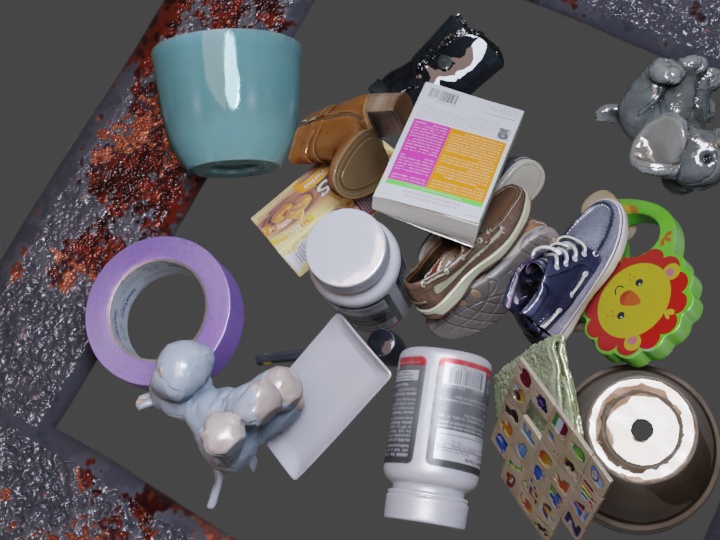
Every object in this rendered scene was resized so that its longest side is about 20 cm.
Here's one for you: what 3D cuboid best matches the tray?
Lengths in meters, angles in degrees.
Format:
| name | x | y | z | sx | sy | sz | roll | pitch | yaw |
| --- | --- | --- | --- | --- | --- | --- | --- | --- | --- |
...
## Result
| name | x | y | z | sx | sy | sz | roll | pitch | yaw |
| --- | --- | --- | --- | --- | --- | --- | --- | --- | --- |
| tray | -0.050 | 0.158 | 1.387 | 0.107 | 0.022 | 0.200 | 48 | 112 | 19 |

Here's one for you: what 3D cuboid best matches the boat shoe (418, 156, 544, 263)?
| name | x | y | z | sx | sy | sz | roll | pitch | yaw |
| --- | --- | --- | --- | --- | --- | --- | --- | --- | --- |
| boat shoe | 0.151 | -0.074 | 1.445 | 0.200 | 0.073 | 0.063 | -42 | 27 | 2 |

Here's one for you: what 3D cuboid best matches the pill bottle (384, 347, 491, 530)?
| name | x | y | z | sx | sy | sz | roll | pitch | yaw |
| --- | --- | --- | --- | --- | --- | --- | --- | --- | --- |
| pill bottle | 0.089 | 0.201 | 1.325 | 0.114 | 0.114 | 0.201 | 6 | 75 | 13 |

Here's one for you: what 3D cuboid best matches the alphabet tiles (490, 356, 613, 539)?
| name | x | y | z | sx | sy | sz | roll | pitch | yaw |
| --- | --- | --- | --- | --- | --- | --- | --- | --- | --- |
| alphabet tiles | 0.202 | 0.215 | 1.224 | 0.008 | 0.200 | 0.167 | -19 | 55 | -22 |

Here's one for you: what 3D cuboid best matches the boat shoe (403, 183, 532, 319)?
| name | x | y | z | sx | sy | sz | roll | pitch | yaw |
| --- | --- | --- | --- | --- | --- | --- | --- | --- | --- |
| boat shoe | 0.130 | -0.036 | 1.358 | 0.202 | 0.075 | 0.075 | -51 | 35 | -12 |

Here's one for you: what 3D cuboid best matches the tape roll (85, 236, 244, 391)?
| name | x | y | z | sx | sy | sz | roll | pitch | yaw |
| --- | --- | --- | --- | --- | --- | --- | --- | --- | --- |
| tape roll | -0.258 | 0.059 | 1.470 | 0.199 | 0.066 | 0.201 | -3 | 74 | 10 |

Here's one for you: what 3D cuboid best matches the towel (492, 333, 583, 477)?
| name | x | y | z | sx | sy | sz | roll | pitch | yaw |
| --- | --- | --- | --- | --- | --- | --- | --- | --- | --- |
| towel | 0.200 | 0.164 | 1.284 | 0.036 | 0.200 | 0.149 | -1 | 71 | -14 |

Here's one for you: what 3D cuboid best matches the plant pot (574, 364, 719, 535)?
| name | x | y | z | sx | sy | sz | roll | pitch | yaw |
| --- | --- | --- | --- | --- | --- | --- | --- | --- | --- |
| plant pot | 0.315 | 0.194 | 1.260 | 0.199 | 0.174 | 0.201 | -3 | 74 | 10 |

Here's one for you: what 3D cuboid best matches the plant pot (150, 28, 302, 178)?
| name | x | y | z | sx | sy | sz | roll | pitch | yaw |
| --- | --- | --- | --- | --- | --- | --- | --- | --- | --- |
| plant pot | -0.171 | -0.211 | 1.472 | 0.200 | 0.201 | 0.162 | -6 | 84 | 9 |

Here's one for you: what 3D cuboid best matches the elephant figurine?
| name | x | y | z | sx | sy | sz | roll | pitch | yaw |
| --- | --- | --- | --- | --- | --- | --- | --- | --- | --- |
| elephant figurine | 0.395 | -0.153 | 1.363 | 0.141 | 0.155 | 0.201 | 0 | 63 | -12 |

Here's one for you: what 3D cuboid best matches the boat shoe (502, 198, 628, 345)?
| name | x | y | z | sx | sy | sz | roll | pitch | yaw |
| --- | --- | --- | --- | --- | --- | --- | --- | --- | --- |
| boat shoe | 0.240 | -0.011 | 1.297 | 0.075 | 0.093 | 0.200 | 20 | 77 | 42 |

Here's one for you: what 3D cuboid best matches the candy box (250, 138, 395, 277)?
| name | x | y | z | sx | sy | sz | roll | pitch | yaw |
| --- | --- | --- | --- | --- | --- | --- | --- | --- | --- |
| candy box | -0.037 | -0.093 | 1.450 | 0.200 | 0.055 | 0.115 | -39 | 36 | -3 |

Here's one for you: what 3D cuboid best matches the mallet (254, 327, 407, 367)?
| name | x | y | z | sx | sy | sz | roll | pitch | yaw |
| --- | --- | --- | --- | --- | --- | --- | --- | --- | --- |
| mallet | -0.036 | 0.108 | 1.432 | 0.199 | 0.066 | 0.041 | -9 | 70 | 24 |

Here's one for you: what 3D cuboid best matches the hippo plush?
| name | x | y | z | sx | sy | sz | roll | pitch | yaw |
| --- | --- | --- | --- | --- | --- | --- | --- | --- | --- |
| hippo plush | -0.172 | 0.152 | 1.357 | 0.161 | 0.200 | 0.159 | 43 | 61 | 16 |

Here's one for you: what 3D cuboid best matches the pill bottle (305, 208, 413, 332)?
| name | x | y | z | sx | sy | sz | roll | pitch | yaw |
| --- | --- | --- | --- | --- | --- | --- | --- | --- | --- |
| pill bottle | 0.000 | 0.000 | 1.365 | 0.114 | 0.200 | 0.114 | -3 | 73 | 10 |

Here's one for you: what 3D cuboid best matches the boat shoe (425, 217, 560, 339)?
| name | x | y | z | sx | sy | sz | roll | pitch | yaw |
| --- | --- | --- | --- | --- | --- | --- | --- | --- | --- |
| boat shoe | 0.163 | 0.009 | 1.407 | 0.200 | 0.076 | 0.072 | -38 | 37 | 4 |

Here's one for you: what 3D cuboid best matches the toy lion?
| name | x | y | z | sx | sy | sz | roll | pitch | yaw |
| --- | --- | --- | --- | --- | --- | --- | --- | --- | --- |
| toy lion | 0.324 | 0.012 | 1.321 | 0.191 | 0.069 | 0.200 | 14 | 73 | 49 |

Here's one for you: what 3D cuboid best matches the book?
| name | x | y | z | sx | sy | sz | roll | pitch | yaw |
| --- | --- | --- | --- | --- | --- | --- | --- | --- | --- |
| book | 0.108 | -0.137 | 1.360 | 0.133 | 0.048 | 0.200 | 19 | 57 | 9 |

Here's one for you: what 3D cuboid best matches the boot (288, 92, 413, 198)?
| name | x | y | z | sx | sy | sz | roll | pitch | yaw |
| --- | --- | --- | --- | --- | --- | --- | --- | --- | --- |
| boot | -0.033 | -0.150 | 1.403 | 0.154 | 0.074 | 0.200 | -4 | 35 | 35 |

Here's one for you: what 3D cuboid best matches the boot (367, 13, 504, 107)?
| name | x | y | z | sx | sy | sz | roll | pitch | yaw |
| --- | --- | --- | --- | --- | --- | --- | --- | --- | --- |
| boot | 0.127 | -0.231 | 1.474 | 0.168 | 0.076 | 0.200 | -39 | 64 | 2 |
